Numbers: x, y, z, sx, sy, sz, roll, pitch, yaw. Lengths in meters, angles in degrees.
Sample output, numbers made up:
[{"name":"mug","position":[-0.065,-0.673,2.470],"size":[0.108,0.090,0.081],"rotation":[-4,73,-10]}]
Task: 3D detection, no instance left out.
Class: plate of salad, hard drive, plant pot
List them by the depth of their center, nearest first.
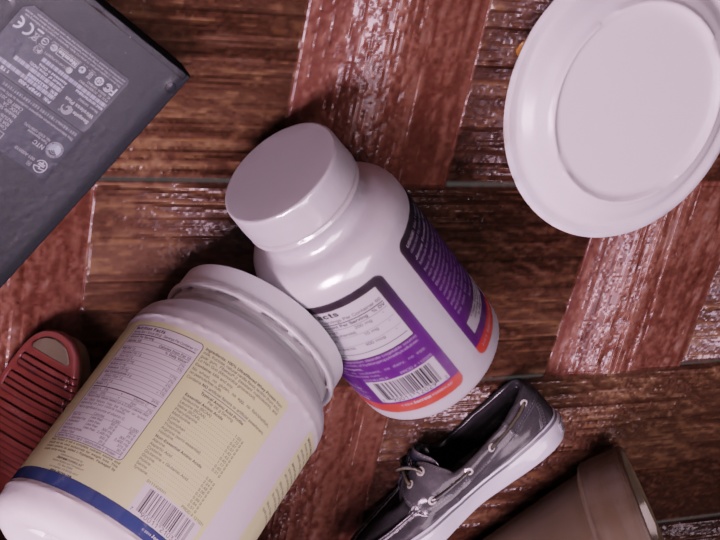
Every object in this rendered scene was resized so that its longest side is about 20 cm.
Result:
[{"name":"hard drive","position":[-0.216,-0.082,0.838],"size":[0.200,0.033,0.140],"rotation":[-47,128,7]},{"name":"plate of salad","position":[0.179,-0.120,0.993],"size":[0.200,0.048,0.200],"rotation":[-11,116,-25]},{"name":"plant pot","position":[0.168,0.264,1.159],"size":[0.173,0.200,0.200],"rotation":[-23,129,11]}]

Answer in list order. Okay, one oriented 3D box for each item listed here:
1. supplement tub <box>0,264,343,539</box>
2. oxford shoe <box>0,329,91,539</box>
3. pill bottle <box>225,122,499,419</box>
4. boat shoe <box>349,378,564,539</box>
[{"name":"supplement tub","position":[-0.112,0.110,0.892],"size":[0.200,0.145,0.145],"rotation":[-56,135,-28]},{"name":"oxford shoe","position":[-0.209,0.127,0.967],"size":[0.075,0.070,0.200],"rotation":[-13,126,-55]},{"name":"pill bottle","position":[0.000,0.000,0.943],"size":[0.111,0.111,0.200],"rotation":[-38,128,1]},{"name":"boat shoe","position":[0.063,0.155,1.103],"size":[0.200,0.070,0.066],"rotation":[-36,111,3]}]
